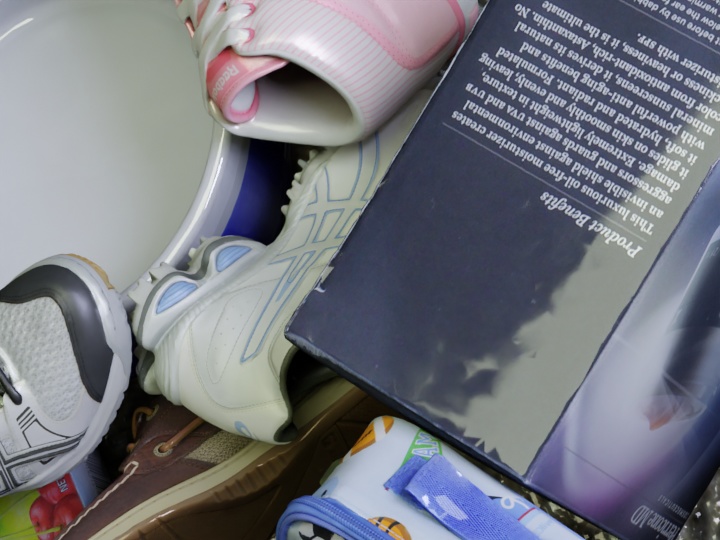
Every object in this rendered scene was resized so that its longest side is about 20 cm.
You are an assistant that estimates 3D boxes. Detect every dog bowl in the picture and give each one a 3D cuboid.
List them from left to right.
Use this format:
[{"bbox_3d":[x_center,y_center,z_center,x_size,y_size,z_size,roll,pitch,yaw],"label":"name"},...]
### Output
[{"bbox_3d":[-0.135,-0.052,1.231,0.199,0.079,0.201,-5,74,19],"label":"dog bowl"}]

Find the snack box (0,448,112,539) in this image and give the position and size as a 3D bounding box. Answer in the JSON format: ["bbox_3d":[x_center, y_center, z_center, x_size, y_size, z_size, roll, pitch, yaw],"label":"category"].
[{"bbox_3d":[-0.149,0.183,1.195,0.142,0.053,0.201,-31,66,12],"label":"snack box"}]

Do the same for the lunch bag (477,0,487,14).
[{"bbox_3d":[0.066,-0.205,1.154,0.200,0.118,0.164,45,125,-2],"label":"lunch bag"}]

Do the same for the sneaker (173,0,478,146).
[{"bbox_3d":[-0.056,-0.126,1.134,0.200,0.075,0.105,34,57,4],"label":"sneaker"}]

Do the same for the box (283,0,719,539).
[{"bbox_3d":[0.099,-0.010,1.071,0.123,0.200,0.199,32,90,25],"label":"box"}]

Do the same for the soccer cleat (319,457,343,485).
[{"bbox_3d":[0.009,0.165,1.129,0.083,0.065,0.201,9,85,37],"label":"soccer cleat"}]

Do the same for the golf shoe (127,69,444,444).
[{"bbox_3d":[0.000,0.000,1.150,0.097,0.078,0.200,35,65,29],"label":"golf shoe"}]

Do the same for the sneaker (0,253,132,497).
[{"bbox_3d":[-0.174,0.072,1.129,0.200,0.088,0.076,-45,73,26],"label":"sneaker"}]

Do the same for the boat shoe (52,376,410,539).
[{"bbox_3d":[-0.066,0.086,1.163,0.200,0.072,0.072,-36,47,-13],"label":"boat shoe"}]

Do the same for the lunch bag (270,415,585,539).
[{"bbox_3d":[0.053,0.147,0.998,0.199,0.161,0.076,31,57,25],"label":"lunch bag"}]
